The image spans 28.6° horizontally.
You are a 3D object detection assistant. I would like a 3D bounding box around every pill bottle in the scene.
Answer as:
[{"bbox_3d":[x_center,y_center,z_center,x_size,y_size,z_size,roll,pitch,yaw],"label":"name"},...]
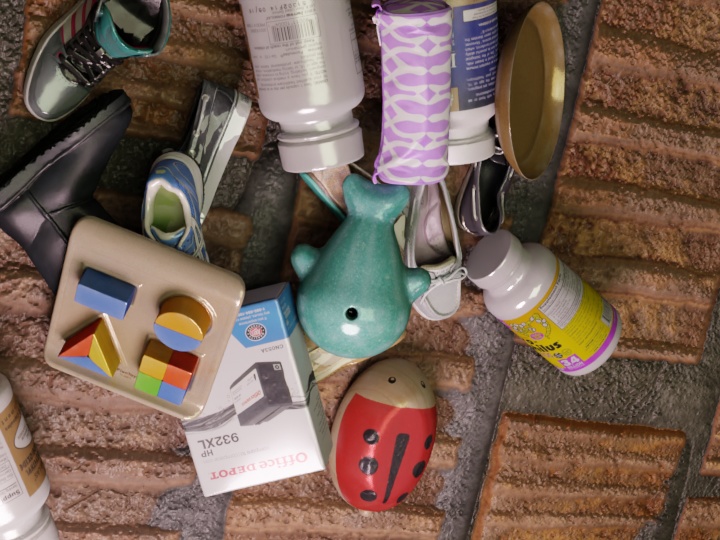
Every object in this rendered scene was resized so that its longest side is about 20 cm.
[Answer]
[{"bbox_3d":[-0.395,0.218,1.504,0.114,0.114,0.201,-23,114,-15],"label":"pill bottle"},{"bbox_3d":[0.219,0.036,1.711,0.200,0.104,0.104,38,90,-27],"label":"pill bottle"},{"bbox_3d":[0.098,-0.225,1.570,0.115,0.116,0.201,-13,111,-19],"label":"pill bottle"},{"bbox_3d":[-0.056,-0.212,1.492,0.114,0.114,0.201,-15,106,-18],"label":"pill bottle"}]

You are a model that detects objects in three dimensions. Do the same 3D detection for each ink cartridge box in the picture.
[{"bbox_3d":[-0.126,0.131,1.561,0.144,0.084,0.201,-13,102,8],"label":"ink cartridge box"}]

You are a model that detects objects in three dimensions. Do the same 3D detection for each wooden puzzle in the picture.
[{"bbox_3d":[-0.229,0.060,1.454,0.184,0.046,0.201,22,127,-1],"label":"wooden puzzle"}]

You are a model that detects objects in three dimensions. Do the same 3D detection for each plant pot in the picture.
[{"bbox_3d":[0.191,-0.204,1.607,0.200,0.027,0.201,-28,121,-61],"label":"plant pot"}]

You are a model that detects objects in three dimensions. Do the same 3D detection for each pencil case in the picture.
[{"bbox_3d":[0.053,-0.189,1.486,0.085,0.084,0.201,-4,110,-7],"label":"pencil case"}]

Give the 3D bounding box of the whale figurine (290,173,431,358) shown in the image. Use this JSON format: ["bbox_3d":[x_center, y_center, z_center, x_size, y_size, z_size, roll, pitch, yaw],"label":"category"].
[{"bbox_3d":[0.000,0.000,1.543,0.158,0.104,0.201,13,103,0],"label":"whale figurine"}]

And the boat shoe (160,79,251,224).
[{"bbox_3d":[-0.186,-0.107,1.513,0.067,0.072,0.201,22,101,-21],"label":"boat shoe"}]

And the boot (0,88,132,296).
[{"bbox_3d":[-0.277,-0.070,1.481,0.200,0.076,0.168,-40,114,1],"label":"boot"}]

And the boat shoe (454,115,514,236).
[{"bbox_3d":[0.165,-0.135,1.656,0.072,0.063,0.201,10,101,-23],"label":"boat shoe"}]

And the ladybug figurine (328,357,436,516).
[{"bbox_3d":[0.033,0.207,1.705,0.135,0.072,0.201,5,105,-24],"label":"ladybug figurine"}]

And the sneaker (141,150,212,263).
[{"bbox_3d":[-0.196,-0.019,1.463,0.075,0.077,0.201,-5,104,9],"label":"sneaker"}]

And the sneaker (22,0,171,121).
[{"bbox_3d":[-0.258,-0.225,1.416,0.083,0.121,0.200,36,91,-28],"label":"sneaker"}]

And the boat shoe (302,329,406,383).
[{"bbox_3d":[-0.048,0.089,1.640,0.199,0.074,0.070,-26,94,-6],"label":"boat shoe"}]

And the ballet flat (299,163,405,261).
[{"bbox_3d":[0.011,-0.061,1.614,0.067,0.068,0.200,-41,118,-9],"label":"ballet flat"}]

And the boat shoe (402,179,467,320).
[{"bbox_3d":[0.083,-0.031,1.654,0.074,0.065,0.203,-14,111,-18],"label":"boat shoe"}]
